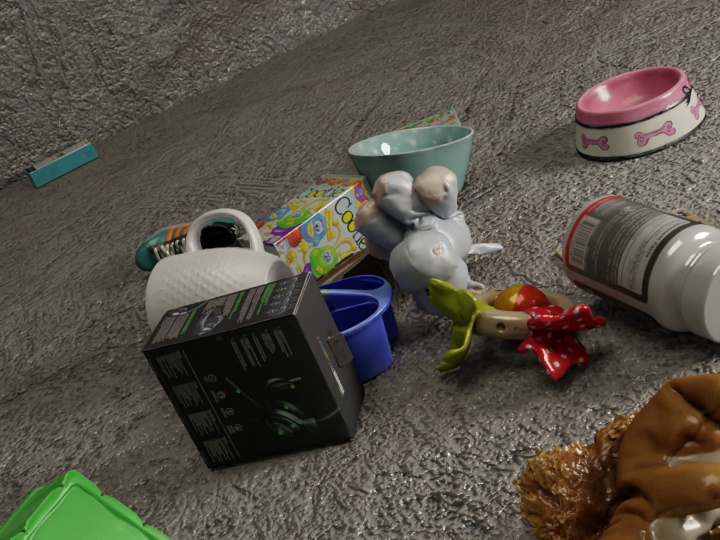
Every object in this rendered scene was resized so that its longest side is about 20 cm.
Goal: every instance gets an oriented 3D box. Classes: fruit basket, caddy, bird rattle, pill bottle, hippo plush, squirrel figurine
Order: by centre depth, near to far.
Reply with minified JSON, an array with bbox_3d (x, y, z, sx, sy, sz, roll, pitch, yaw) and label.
[{"bbox_3d":[0.211,0.189,0.692,0.187,0.142,0.200,-47,18,-23],"label":"squirrel figurine"},{"bbox_3d":[-0.242,0.291,0.818,0.215,0.216,0.156,-9,27,28],"label":"fruit basket"},{"bbox_3d":[0.317,-0.003,0.965,0.114,0.114,0.200,-31,30,-17],"label":"pill bottle"},{"bbox_3d":[0.176,0.046,1.018,0.200,0.113,0.163,-5,12,30],"label":"bird rattle"},{"bbox_3d":[-0.047,0.071,1.143,0.200,0.105,0.141,-15,27,17],"label":"caddy"},{"bbox_3d":[0.074,-0.013,1.164,0.159,0.200,0.161,-18,43,23],"label":"hippo plush"}]

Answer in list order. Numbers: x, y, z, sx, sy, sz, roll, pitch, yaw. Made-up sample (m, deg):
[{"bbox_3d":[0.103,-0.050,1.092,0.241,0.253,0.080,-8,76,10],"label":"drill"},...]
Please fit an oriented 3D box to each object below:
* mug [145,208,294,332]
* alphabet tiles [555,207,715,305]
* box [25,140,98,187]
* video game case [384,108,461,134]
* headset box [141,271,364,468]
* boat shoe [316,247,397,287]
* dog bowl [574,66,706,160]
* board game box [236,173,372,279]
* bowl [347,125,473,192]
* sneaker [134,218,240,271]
[{"bbox_3d":[-0.185,0.014,1.275,0.175,0.201,0.148,-9,-3,25],"label":"mug"},{"bbox_3d":[0.341,-0.033,1.137,0.167,0.008,0.200,-24,25,-1],"label":"alphabet tiles"},{"bbox_3d":[-0.881,-0.316,2.715,0.200,0.049,0.082,-31,25,-17],"label":"box"},{"bbox_3d":[0.097,-0.242,1.753,0.200,0.022,0.182,-19,25,8],"label":"video game case"},{"bbox_3d":[-0.108,0.112,1.032,0.200,0.174,0.093,-16,26,18],"label":"headset box"},{"bbox_3d":[0.000,0.000,1.288,0.200,0.072,0.068,-31,26,-18],"label":"boat shoe"},{"bbox_3d":[0.423,-0.248,1.420,0.200,0.074,0.200,-19,25,9],"label":"dog bowl"},{"bbox_3d":[-0.072,-0.056,1.424,0.200,0.103,0.105,-39,29,-30],"label":"board game box"},{"bbox_3d":[0.086,-0.158,1.466,0.200,0.105,0.201,-8,18,3],"label":"bowl"},{"bbox_3d":[-0.313,-0.046,1.654,0.200,0.072,0.080,-23,20,-2],"label":"sneaker"}]
